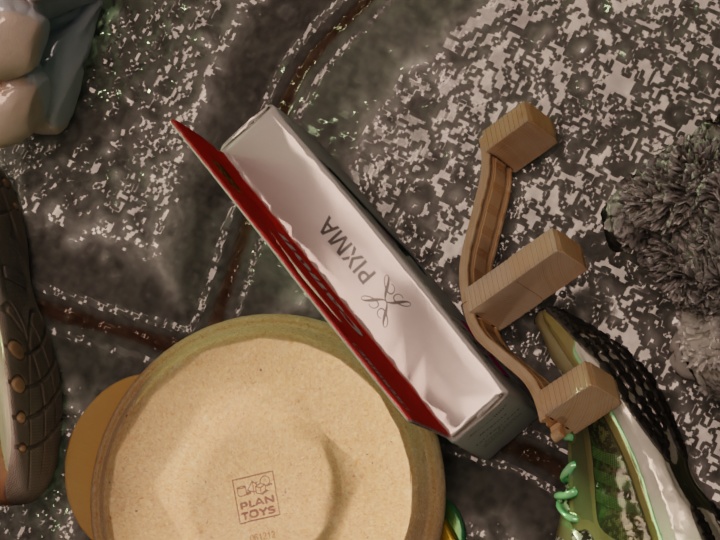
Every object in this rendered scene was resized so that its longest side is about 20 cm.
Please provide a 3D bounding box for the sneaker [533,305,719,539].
[{"bbox_3d":[0.123,0.112,1.394,0.088,0.077,0.201,-32,70,17],"label":"sneaker"}]

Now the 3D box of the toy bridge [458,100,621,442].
[{"bbox_3d":[0.083,0.007,1.399,0.067,0.027,0.201,-35,43,27],"label":"toy bridge"}]

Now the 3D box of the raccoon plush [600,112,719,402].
[{"bbox_3d":[0.199,-0.011,1.348,0.096,0.200,0.134,-24,72,-26],"label":"raccoon plush"}]

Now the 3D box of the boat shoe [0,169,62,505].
[{"bbox_3d":[-0.212,0.036,1.485,0.071,0.076,0.201,-18,66,13],"label":"boat shoe"}]

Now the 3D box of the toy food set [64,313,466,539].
[{"bbox_3d":[-0.050,0.123,1.439,0.199,0.049,0.199,-29,74,6],"label":"toy food set"}]

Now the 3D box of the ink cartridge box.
[{"bbox_3d":[0.000,0.000,1.385,0.044,0.174,0.200,-40,74,4],"label":"ink cartridge box"}]

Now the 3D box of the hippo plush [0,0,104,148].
[{"bbox_3d":[-0.217,-0.178,1.472,0.160,0.159,0.201,22,85,9],"label":"hippo plush"}]
